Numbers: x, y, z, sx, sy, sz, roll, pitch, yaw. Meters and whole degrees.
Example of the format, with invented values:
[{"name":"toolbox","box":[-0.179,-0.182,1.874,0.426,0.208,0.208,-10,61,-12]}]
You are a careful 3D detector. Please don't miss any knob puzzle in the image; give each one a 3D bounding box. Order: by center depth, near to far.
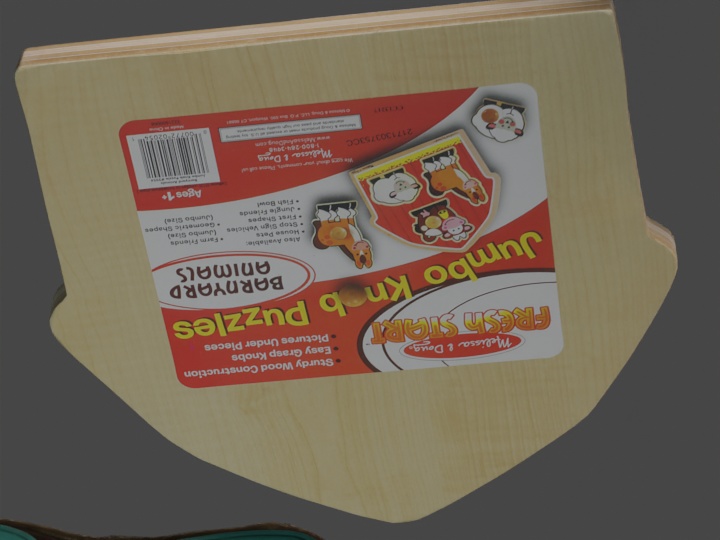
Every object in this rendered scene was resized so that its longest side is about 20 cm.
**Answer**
[{"name":"knob puzzle","box":[0.000,0.000,0.781,0.218,0.031,0.220,0,130,0]}]

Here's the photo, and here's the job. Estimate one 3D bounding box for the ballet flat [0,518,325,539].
[{"name":"ballet flat","box":[-0.101,0.125,0.871,0.199,0.071,0.065,2,145,4]}]
